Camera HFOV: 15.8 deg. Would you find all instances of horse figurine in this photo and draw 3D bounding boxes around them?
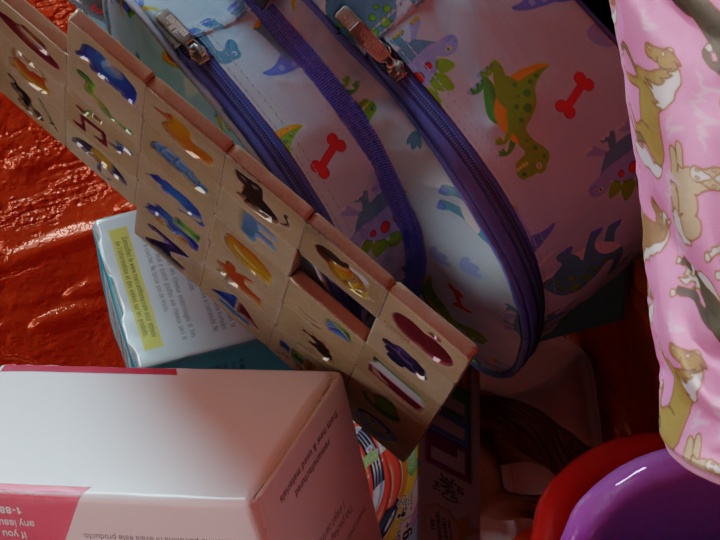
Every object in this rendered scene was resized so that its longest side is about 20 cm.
[{"bbox_3d":[0.045,0.106,1.111,0.132,0.050,0.200,39,139,3],"label":"horse figurine"}]

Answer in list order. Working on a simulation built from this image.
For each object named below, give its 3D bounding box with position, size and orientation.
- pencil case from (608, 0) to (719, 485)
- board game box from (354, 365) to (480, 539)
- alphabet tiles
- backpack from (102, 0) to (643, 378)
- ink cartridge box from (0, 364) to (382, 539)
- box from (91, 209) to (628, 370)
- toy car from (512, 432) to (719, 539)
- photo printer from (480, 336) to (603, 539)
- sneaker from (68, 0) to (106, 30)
[{"bbox_3d":[0.103,-0.039,0.644,0.087,0.083,0.200,-123,18,-64],"label":"pencil case"},{"bbox_3d":[-0.006,0.080,1.080,0.134,0.034,0.200,-39,35,36],"label":"board game box"},{"bbox_3d":[-0.049,-0.017,0.885,0.200,0.008,0.167,41,165,5],"label":"alphabet tiles"},{"bbox_3d":[0.009,-0.056,0.931,0.200,0.147,0.183,45,166,14],"label":"backpack"},{"bbox_3d":[-0.064,0.140,0.956,0.084,0.144,0.200,-55,-42,-51],"label":"ink cartridge box"},{"bbox_3d":[0.000,0.000,1.035,0.049,0.199,0.082,87,166,-50],"label":"box"},{"bbox_3d":[0.097,0.128,0.856,0.200,0.175,0.150,-157,89,-81],"label":"toy car"},{"bbox_3d":[0.047,0.107,1.219,0.166,0.069,0.200,26,137,45],"label":"photo printer"},{"bbox_3d":[-0.098,-0.091,1.228,0.079,0.095,0.200,54,-172,28],"label":"sneaker"}]
